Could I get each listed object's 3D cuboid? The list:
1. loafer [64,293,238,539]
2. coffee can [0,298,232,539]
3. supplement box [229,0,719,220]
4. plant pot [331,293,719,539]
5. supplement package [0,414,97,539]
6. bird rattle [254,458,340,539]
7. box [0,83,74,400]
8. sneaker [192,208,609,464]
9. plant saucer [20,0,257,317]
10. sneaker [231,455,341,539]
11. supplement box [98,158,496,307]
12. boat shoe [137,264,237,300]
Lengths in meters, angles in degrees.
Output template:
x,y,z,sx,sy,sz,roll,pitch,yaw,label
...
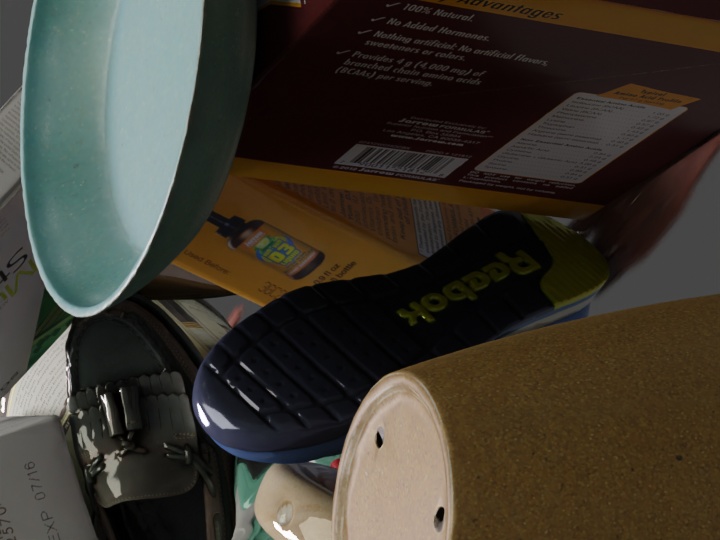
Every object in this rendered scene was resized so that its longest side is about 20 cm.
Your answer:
x,y,z,sx,sy,sz,roll,pitch,yaw,label
-0.089,0.109,1.214,0.063,0.071,0.201,-59,-47,-71,loafer
-0.095,0.100,1.367,0.200,0.146,0.147,-143,62,-64,coffee can
0.047,-0.124,1.022,0.200,0.196,0.134,143,129,-59,supplement box
0.099,0.087,0.848,0.186,0.199,0.188,-175,90,-66,plant pot
-0.198,0.142,1.279,0.118,0.117,0.200,71,163,-3,supplement package
0.031,0.110,1.072,0.113,0.163,0.200,-60,37,8,bird rattle
-0.159,-0.010,1.210,0.144,0.036,0.200,-48,-11,-9,box
0.018,0.044,1.080,0.074,0.199,0.083,47,140,31,sneaker
-0.083,-0.081,1.016,0.200,0.036,0.201,-23,65,61,plant saucer
-0.017,0.165,1.205,0.077,0.140,0.201,-2,48,32,sneaker
-0.022,-0.021,1.143,0.066,0.199,0.069,-40,41,32,supplement box
-0.070,-0.021,1.292,0.070,0.200,0.070,-1,91,27,boat shoe
